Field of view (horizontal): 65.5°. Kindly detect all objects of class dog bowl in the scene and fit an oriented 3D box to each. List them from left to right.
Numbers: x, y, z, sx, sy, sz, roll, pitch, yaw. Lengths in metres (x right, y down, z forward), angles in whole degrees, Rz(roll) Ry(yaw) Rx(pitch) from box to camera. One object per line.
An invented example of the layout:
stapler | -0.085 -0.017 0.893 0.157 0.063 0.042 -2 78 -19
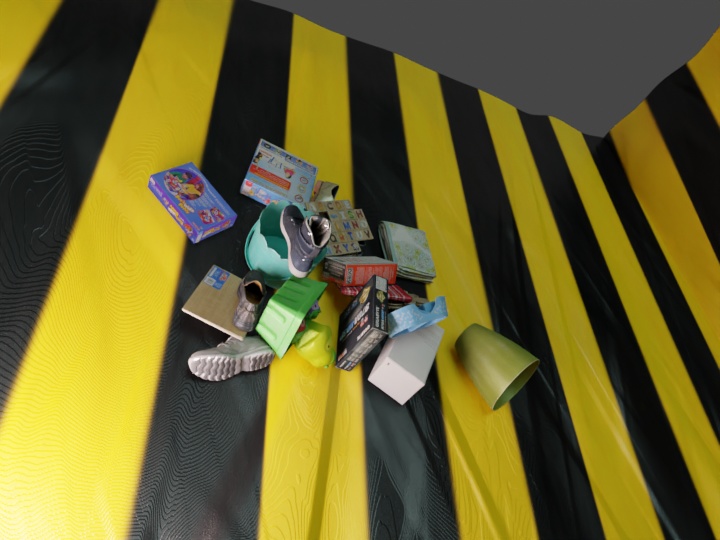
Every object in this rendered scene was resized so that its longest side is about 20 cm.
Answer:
dog bowl | 0.138 0.118 1.392 0.197 0.111 0.051 -11 72 -37

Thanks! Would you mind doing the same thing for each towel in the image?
towel | 0.031 0.055 1.511 0.195 0.023 0.145 7 9 -14
towel | 0.146 -0.058 1.751 0.168 0.048 0.204 13 49 -30

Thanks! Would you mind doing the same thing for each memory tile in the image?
memory tile | 0.081 0.081 1.546 0.196 0.017 0.152 -1 12 -34

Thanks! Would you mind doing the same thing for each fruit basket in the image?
fruit basket | -0.125 0.131 1.325 0.212 0.157 0.217 25 26 -13

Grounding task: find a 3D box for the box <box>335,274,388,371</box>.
box | 0.003 0.132 1.385 0.045 0.201 0.162 20 47 -19

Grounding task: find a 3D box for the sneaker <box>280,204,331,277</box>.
sneaker | -0.130 -0.108 1.334 0.075 0.147 0.206 4 52 -29

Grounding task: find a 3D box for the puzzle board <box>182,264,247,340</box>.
puzzle board | -0.314 0.073 1.315 0.148 0.018 0.201 27 28 -8

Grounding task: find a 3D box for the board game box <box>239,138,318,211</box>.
board game box | -0.235 -0.269 1.653 0.197 0.056 0.199 25 46 -16

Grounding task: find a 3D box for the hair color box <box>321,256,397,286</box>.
hair color box | 0.000 0.000 1.542 0.197 0.063 0.100 -1 13 -43

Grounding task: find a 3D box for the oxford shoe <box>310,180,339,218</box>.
oxford shoe | -0.107 -0.181 1.630 0.072 0.071 0.204 2 61 11

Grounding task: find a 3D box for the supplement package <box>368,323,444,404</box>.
supplement package | 0.121 0.218 1.455 0.116 0.118 0.201 35 43 -2

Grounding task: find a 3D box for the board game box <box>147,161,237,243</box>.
board game box | -0.435 -0.180 1.451 0.201 0.045 0.134 49 44 9

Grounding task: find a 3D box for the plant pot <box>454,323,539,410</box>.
plant pot | 0.364 0.251 1.572 0.185 0.190 0.200 -18 51 -42

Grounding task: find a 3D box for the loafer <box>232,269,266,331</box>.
loafer | -0.249 0.054 1.314 0.071 0.073 0.202 20 31 -19

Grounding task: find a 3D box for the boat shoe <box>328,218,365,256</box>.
boat shoe | -0.047 -0.131 1.667 0.068 0.057 0.202 -20 69 -42

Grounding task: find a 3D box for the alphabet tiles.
alphabet tiles | -0.053 -0.125 1.596 0.197 0.008 0.170 -9 70 -41

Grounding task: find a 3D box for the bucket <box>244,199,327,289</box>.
bucket | -0.195 -0.061 1.453 0.203 0.135 0.210 19 46 -20

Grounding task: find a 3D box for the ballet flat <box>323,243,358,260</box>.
ballet flat | -0.096 -0.051 1.571 0.196 0.068 0.077 21 62 -22

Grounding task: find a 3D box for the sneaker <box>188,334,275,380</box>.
sneaker | -0.292 0.187 1.247 0.197 0.076 0.082 0 40 -41
